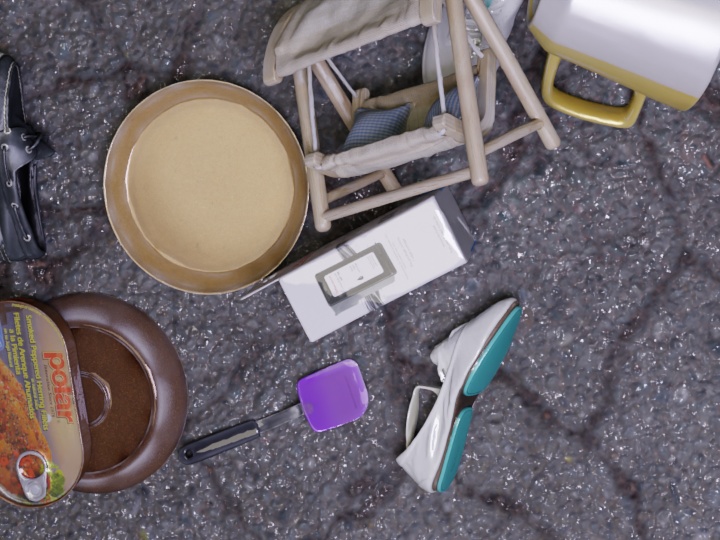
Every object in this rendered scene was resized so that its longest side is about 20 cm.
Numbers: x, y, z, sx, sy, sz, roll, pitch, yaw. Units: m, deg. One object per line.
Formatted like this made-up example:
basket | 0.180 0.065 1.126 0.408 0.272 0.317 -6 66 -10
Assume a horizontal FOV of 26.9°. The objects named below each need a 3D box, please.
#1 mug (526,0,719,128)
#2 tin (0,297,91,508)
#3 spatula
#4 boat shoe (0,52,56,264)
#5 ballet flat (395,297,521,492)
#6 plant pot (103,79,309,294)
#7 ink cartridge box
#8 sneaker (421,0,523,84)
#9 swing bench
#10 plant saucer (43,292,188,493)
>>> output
mug | 0.219 -0.210 1.274 0.152 0.150 0.188 14 105 -4
tin | -0.318 0.125 1.441 0.111 0.042 0.202 -5 98 13
spatula | -0.087 0.146 1.447 0.198 0.021 0.057 -23 82 13
boat shoe | -0.320 -0.103 1.419 0.065 0.075 0.202 5 100 5
ballet flat | 0.084 0.109 1.401 0.069 0.069 0.202 22 102 4
plant pot | -0.144 -0.079 1.421 0.198 0.027 0.202 1 98 8
ink cartridge box | 0.000 0.000 1.366 0.199 0.116 0.068 -27 94 12
sneaker | 0.111 -0.238 1.328 0.075 0.089 0.201 28 102 2
swing bench | 0.033 -0.163 1.291 0.198 0.129 0.202 -15 99 42
plant saucer | -0.268 0.124 1.467 0.198 0.032 0.203 1 99 9
